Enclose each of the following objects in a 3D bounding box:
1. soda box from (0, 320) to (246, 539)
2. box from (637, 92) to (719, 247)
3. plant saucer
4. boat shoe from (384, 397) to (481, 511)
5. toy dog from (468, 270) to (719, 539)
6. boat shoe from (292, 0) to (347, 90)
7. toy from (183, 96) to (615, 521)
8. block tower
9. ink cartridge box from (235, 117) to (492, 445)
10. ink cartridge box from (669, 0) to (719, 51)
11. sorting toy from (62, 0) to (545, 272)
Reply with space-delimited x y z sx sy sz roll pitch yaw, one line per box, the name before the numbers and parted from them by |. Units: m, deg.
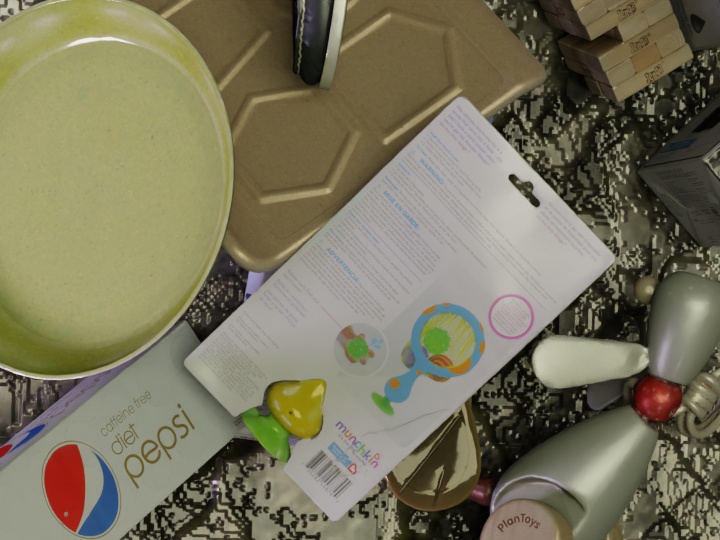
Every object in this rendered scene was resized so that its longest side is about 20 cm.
soda box | -0.144 0.104 1.385 0.068 0.064 0.200 58 39 -7
box | 0.259 -0.102 1.516 0.200 0.117 0.060 -43 97 -9
plant saucer | -0.144 -0.042 1.405 0.200 0.031 0.200 -4 82 28
boat shoe | 0.027 0.028 1.454 0.073 0.063 0.201 -12 87 2
toy dog | 0.120 0.085 1.495 0.096 0.132 0.200 32 75 26
boat shoe | -0.037 -0.194 1.402 0.066 0.075 0.200 2 92 -6
toy | 0.020 0.019 1.399 0.200 0.047 0.115 -44 90 5
block tower | 0.112 -0.192 1.483 0.058 0.054 0.200 -31 114 -13
ink cartridge box | 0.000 0.000 1.489 0.119 0.042 0.200 10 90 -14
ink cartridge box | 0.213 -0.201 1.459 0.084 0.200 0.146 -18 94 -13
sorting toy | -0.031 -0.109 1.447 0.200 0.036 0.185 -33 64 -14
